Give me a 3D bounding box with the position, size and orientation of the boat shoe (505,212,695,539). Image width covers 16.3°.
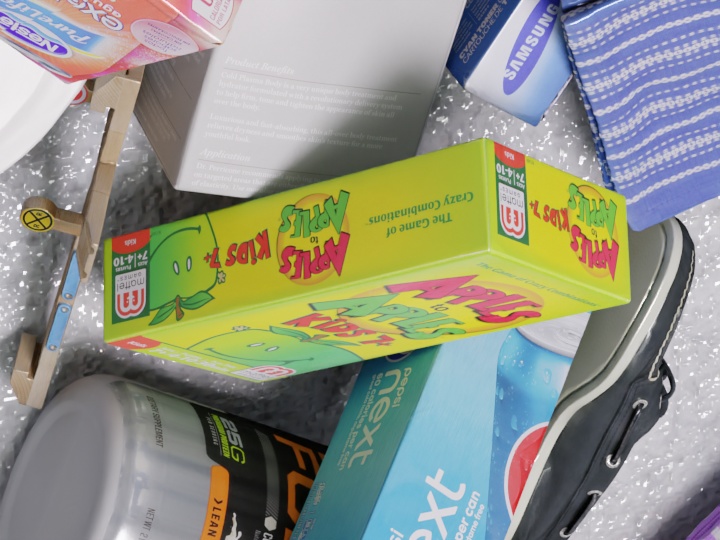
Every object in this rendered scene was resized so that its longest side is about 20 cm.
[{"bbox_3d":[0.113,0.058,1.186,0.066,0.075,0.200,14,113,-31],"label":"boat shoe"}]

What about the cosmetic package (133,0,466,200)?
[{"bbox_3d":[-0.014,-0.130,1.019,0.106,0.090,0.201,8,114,-24],"label":"cosmetic package"}]

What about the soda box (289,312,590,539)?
[{"bbox_3d":[0.034,0.072,1.098,0.068,0.064,0.201,35,64,-24],"label":"soda box"}]

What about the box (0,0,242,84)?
[{"bbox_3d":[-0.078,-0.179,0.894,0.095,0.102,0.201,34,66,-31],"label":"box"}]

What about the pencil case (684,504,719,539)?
[{"bbox_3d":[0.197,0.143,1.267,0.085,0.084,0.200,41,100,-10],"label":"pencil case"}]

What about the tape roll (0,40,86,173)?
[{"bbox_3d":[-0.199,-0.120,0.968,0.202,0.071,0.203,-9,122,-15],"label":"tape roll"}]

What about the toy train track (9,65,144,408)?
[{"bbox_3d":[-0.127,-0.018,1.050,0.032,0.115,0.200,15,134,-8],"label":"toy train track"}]

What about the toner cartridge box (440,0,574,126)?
[{"bbox_3d":[0.096,-0.167,1.028,0.043,0.095,0.200,24,109,-29],"label":"toner cartridge box"}]

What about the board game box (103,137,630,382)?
[{"bbox_3d":[0.000,0.000,1.039,0.199,0.048,0.101,-13,160,36],"label":"board game box"}]

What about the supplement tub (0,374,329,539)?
[{"bbox_3d":[-0.054,0.130,1.140,0.199,0.123,0.123,20,112,-29],"label":"supplement tub"}]

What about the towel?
[{"bbox_3d":[0.162,-0.080,1.036,0.144,0.024,0.200,-17,155,6],"label":"towel"}]
